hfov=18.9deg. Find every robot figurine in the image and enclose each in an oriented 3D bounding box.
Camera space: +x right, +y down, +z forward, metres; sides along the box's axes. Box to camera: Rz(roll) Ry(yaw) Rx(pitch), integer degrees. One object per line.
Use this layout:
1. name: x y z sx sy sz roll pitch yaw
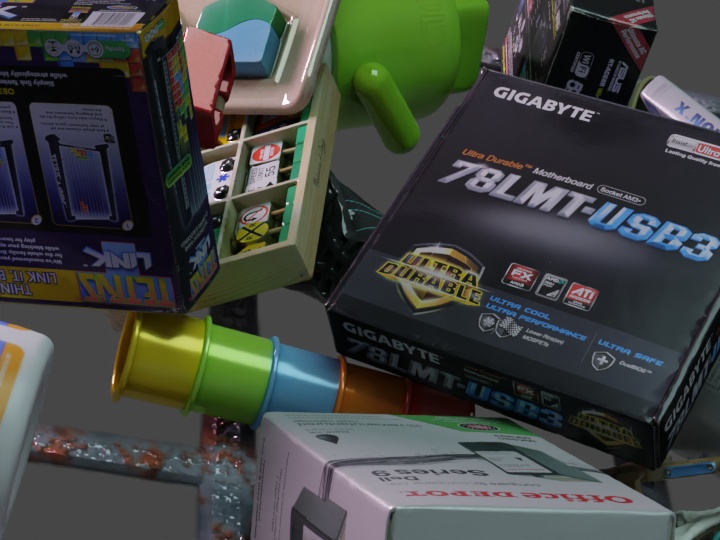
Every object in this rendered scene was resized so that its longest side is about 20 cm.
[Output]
1. robot figurine: -0.014 -0.152 1.443 0.199 0.116 0.175 -10 37 -31

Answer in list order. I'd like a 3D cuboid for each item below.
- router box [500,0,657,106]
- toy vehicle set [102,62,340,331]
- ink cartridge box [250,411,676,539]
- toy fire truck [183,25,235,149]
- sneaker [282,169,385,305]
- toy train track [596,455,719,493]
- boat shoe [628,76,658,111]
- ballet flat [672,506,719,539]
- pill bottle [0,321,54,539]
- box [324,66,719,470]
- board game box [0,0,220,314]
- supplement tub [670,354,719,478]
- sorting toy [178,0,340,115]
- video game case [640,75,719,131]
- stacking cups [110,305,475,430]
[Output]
1. router box: 0.147 -0.159 1.500 0.062 0.150 0.200 14 36 -7
2. toy vehicle set: -0.081 -0.047 1.293 0.124 0.027 0.200 -16 33 15
3. ink cartridge box: 0.044 0.130 1.047 0.145 0.085 0.200 3 8 -20
4. toy fire truck: -0.153 -0.087 1.238 0.140 0.200 0.049 15 68 -7
5. sneaker: 0.000 0.000 1.307 0.079 0.076 0.200 27 13 -47
6. toy train track: 0.172 0.118 1.158 0.199 0.033 0.115 -12 -3 34
7. boat shoe: 0.197 -0.055 1.459 0.073 0.063 0.201 14 35 -6
8. ballet flat: 0.166 0.161 1.166 0.199 0.070 0.069 -14 47 -37
9. pill bottle: -0.258 0.059 1.054 0.199 0.112 0.112 16 35 -4
10. box: 0.113 -0.009 1.190 0.199 0.050 0.199 19 58 24
11. board game box: -0.184 -0.065 1.155 0.199 0.166 0.057 4 32 18
12. supplement tub: 0.193 0.037 1.277 0.199 0.132 0.132 30 36 16
13. sorting toy: -0.097 -0.181 1.375 0.199 0.036 0.186 0 59 28
14. video game case: 0.266 -0.017 1.345 0.022 0.200 0.182 -43 49 -3
15. stacking cups: -0.036 0.064 1.202 0.199 0.061 0.061 13 36 -13
